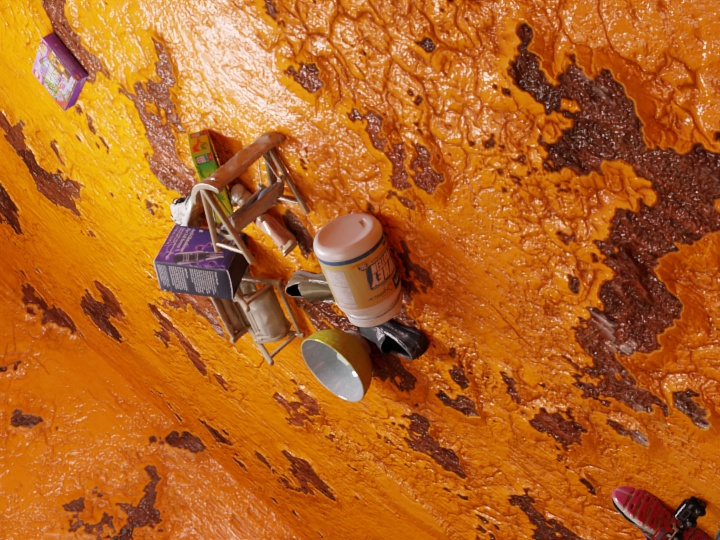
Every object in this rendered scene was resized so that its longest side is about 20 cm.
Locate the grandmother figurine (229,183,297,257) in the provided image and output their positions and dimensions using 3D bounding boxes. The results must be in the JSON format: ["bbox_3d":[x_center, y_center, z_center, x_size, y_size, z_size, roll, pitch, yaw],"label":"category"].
[{"bbox_3d":[-0.229,-0.121,1.880,0.200,0.061,0.121,47,162,5],"label":"grandmother figurine"}]

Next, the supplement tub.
[{"bbox_3d":[0.000,0.000,1.648,0.144,0.145,0.201,14,137,42],"label":"supplement tub"}]

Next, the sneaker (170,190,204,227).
[{"bbox_3d":[-0.455,-0.160,2.094,0.088,0.076,0.200,44,149,4],"label":"sneaker"}]

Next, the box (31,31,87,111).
[{"bbox_3d":[-0.795,-0.520,2.134,0.137,0.039,0.200,52,149,-8],"label":"box"}]

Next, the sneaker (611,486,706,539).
[{"bbox_3d":[0.576,0.506,1.588,0.199,0.074,0.088,32,141,15],"label":"sneaker"}]

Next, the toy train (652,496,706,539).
[{"bbox_3d":[0.573,0.503,1.517,0.046,0.034,0.201,35,105,13],"label":"toy train"}]

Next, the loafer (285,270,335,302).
[{"bbox_3d":[-0.105,0.050,1.907,0.199,0.070,0.076,5,130,48],"label":"loafer"}]

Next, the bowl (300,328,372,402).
[{"bbox_3d":[-0.038,0.210,1.973,0.199,0.108,0.201,31,147,24],"label":"bowl"}]

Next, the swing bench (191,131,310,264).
[{"bbox_3d":[-0.236,-0.160,1.701,0.129,0.199,0.201,16,138,40],"label":"swing bench"}]

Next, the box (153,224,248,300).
[{"bbox_3d":[-0.396,-0.022,2.039,0.198,0.149,0.105,6,133,9],"label":"box"}]

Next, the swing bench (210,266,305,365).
[{"bbox_3d":[-0.279,0.109,2.127,0.199,0.130,0.200,22,143,44],"label":"swing bench"}]

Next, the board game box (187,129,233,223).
[{"bbox_3d":[-0.344,-0.212,1.875,0.102,0.047,0.201,-112,7,-50],"label":"board game box"}]

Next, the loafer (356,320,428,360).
[{"bbox_3d":[0.062,0.152,1.819,0.200,0.070,0.068,16,137,41],"label":"loafer"}]

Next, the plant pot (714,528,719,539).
[{"bbox_3d":[0.702,0.579,1.434,0.200,0.161,0.201,31,145,24],"label":"plant pot"}]
